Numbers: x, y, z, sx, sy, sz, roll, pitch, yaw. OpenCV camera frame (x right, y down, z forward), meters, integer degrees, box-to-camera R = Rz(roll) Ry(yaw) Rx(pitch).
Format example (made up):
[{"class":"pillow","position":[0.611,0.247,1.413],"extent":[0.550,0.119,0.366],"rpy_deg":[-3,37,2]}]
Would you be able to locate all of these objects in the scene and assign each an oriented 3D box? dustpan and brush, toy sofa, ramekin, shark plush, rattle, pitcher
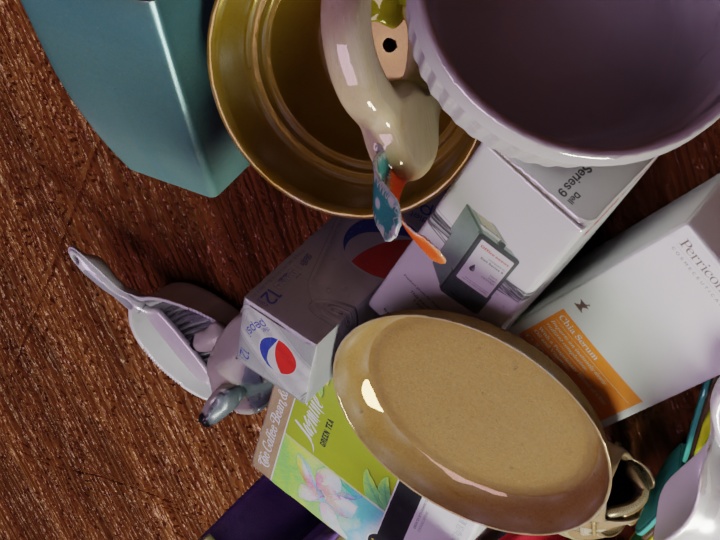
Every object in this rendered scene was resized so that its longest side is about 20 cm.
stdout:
[{"class":"dustpan and brush","position":[-0.176,0.041,1.514],"extent":[0.200,0.057,0.140],"rpy_deg":[48,143,-3]},{"class":"toy sofa","position":[-0.045,0.192,1.413],"extent":[0.083,0.200,0.098],"rpy_deg":[48,150,-2]},{"class":"ramekin","position":[0.117,-0.150,0.937],"extent":[0.200,0.200,0.105],"rpy_deg":[46,170,-1]},{"class":"shark plush","position":[-0.069,0.053,1.428],"extent":[0.200,0.083,0.091],"rpy_deg":[-53,38,28]},{"class":"rattle","position":[-0.018,-0.104,1.012],"extent":[0.143,0.130,0.200],"rpy_deg":[-1,94,15]},{"class":"pitcher","position":[0.301,0.147,1.080],"extent":[0.200,0.121,0.172],"rpy_deg":[19,131,8]}]

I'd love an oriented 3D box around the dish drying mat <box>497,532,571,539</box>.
[{"class":"dish drying mat","position":[0.107,0.219,1.292],"extent":[0.018,0.200,0.077],"rpy_deg":[49,148,25]}]

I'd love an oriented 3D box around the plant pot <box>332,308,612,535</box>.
[{"class":"plant pot","position":[0.075,0.095,1.111],"extent":[0.200,0.027,0.200],"rpy_deg":[22,141,19]}]

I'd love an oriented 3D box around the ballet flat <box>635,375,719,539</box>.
[{"class":"ballet flat","position":[0.249,0.139,1.194],"extent":[0.067,0.067,0.200],"rpy_deg":[19,137,6]}]

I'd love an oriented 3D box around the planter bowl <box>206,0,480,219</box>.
[{"class":"planter bowl","position":[0.006,-0.142,1.123],"extent":[0.200,0.083,0.201],"rpy_deg":[9,113,22]}]

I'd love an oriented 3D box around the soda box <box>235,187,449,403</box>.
[{"class":"soda box","position":[0.000,0.000,1.185],"extent":[0.063,0.200,0.068],"rpy_deg":[32,140,18]}]

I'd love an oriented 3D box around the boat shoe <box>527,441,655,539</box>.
[{"class":"boat shoe","position":[0.174,0.161,1.221],"extent":[0.064,0.071,0.200],"rpy_deg":[17,170,25]}]

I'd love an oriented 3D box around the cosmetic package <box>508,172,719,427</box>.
[{"class":"cosmetic package","position":[0.198,0.024,1.123],"extent":[0.101,0.071,0.200],"rpy_deg":[49,143,-3]}]

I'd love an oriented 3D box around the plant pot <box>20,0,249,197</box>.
[{"class":"plant pot","position":[-0.135,-0.163,1.222],"extent":[0.141,0.141,0.200],"rpy_deg":[20,141,31]}]

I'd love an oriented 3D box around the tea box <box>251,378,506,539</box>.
[{"class":"tea box","position":[0.041,0.118,1.311],"extent":[0.197,0.134,0.200],"rpy_deg":[37,143,16]}]

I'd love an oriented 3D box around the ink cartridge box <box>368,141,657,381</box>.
[{"class":"ink cartridge box","position":[0.108,-0.040,1.089],"extent":[0.084,0.146,0.200],"rpy_deg":[42,143,6]}]

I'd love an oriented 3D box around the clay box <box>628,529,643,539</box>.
[{"class":"clay box","position":[0.293,0.278,1.289],"extent":[0.115,0.048,0.200],"rpy_deg":[-18,109,52]}]
